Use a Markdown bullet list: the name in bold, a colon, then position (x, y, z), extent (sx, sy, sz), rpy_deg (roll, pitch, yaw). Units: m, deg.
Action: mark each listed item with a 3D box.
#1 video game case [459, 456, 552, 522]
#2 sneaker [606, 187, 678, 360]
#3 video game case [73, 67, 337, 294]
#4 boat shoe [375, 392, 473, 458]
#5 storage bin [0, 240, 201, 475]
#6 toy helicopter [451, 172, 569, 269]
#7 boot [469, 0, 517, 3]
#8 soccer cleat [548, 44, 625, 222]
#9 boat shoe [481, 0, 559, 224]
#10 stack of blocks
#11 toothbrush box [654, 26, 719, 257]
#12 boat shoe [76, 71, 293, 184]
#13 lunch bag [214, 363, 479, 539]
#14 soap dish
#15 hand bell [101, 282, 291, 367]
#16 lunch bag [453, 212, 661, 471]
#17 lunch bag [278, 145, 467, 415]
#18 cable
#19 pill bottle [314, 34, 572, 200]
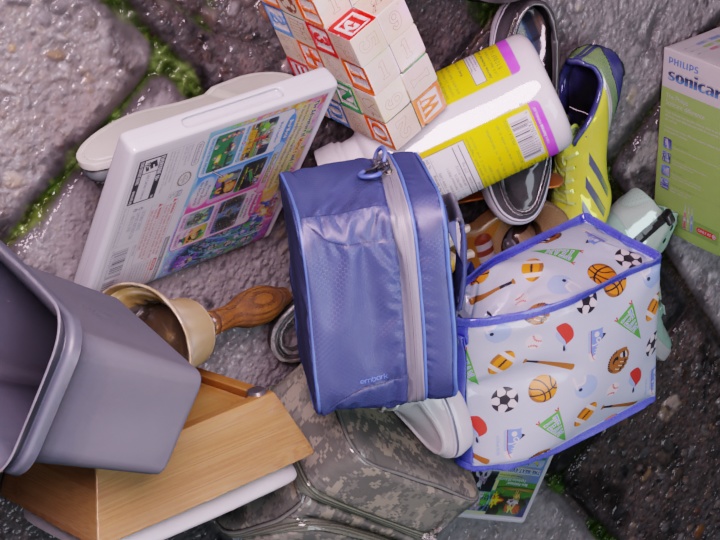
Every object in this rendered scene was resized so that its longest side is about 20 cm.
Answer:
- **video game case**: position (0.126, 0.156, 1.697), extent (0.200, 0.022, 0.183), rpy_deg (13, 103, -45)
- **sneaker**: position (0.294, 0.003, 1.764), extent (0.118, 0.074, 0.200), rpy_deg (-45, 132, -6)
- **video game case**: position (-0.121, -0.061, 1.323), extent (0.182, 0.024, 0.200), rpy_deg (-23, 156, -33)
- **boat shoe**: position (0.020, 0.086, 1.472), extent (0.065, 0.074, 0.200), rpy_deg (-42, 103, -32)
- **storage bin**: position (-0.214, 0.076, 1.236), extent (0.134, 0.200, 0.146), rpy_deg (18, 100, -36)
- **toy helicopter**: position (0.106, -0.033, 1.581), extent (0.200, 0.079, 0.132), rpy_deg (0, 118, -29)
- **boot**: position (0.083, -0.324, 1.429), extent (0.188, 0.068, 0.200), rpy_deg (0, 104, -34)
- **soccer cleat**: position (0.199, -0.110, 1.621), extent (0.084, 0.065, 0.201), rpy_deg (-17, 117, -55)
- **boat shoe**: position (0.145, -0.139, 1.519), extent (0.070, 0.066, 0.200), rpy_deg (5, 92, -13)
- **stack of blocks**: position (-0.019, -0.199, 1.346), extent (0.059, 0.115, 0.200), rpy_deg (-42, 133, -18)
- **toothbrush box**: position (0.374, -0.119, 1.723), extent (0.086, 0.146, 0.200), rpy_deg (-23, 125, -32)
- **boat shoe**: position (-0.126, -0.096, 1.335), extent (0.200, 0.073, 0.062), rpy_deg (-27, 124, -36)
- **lunch bag**: position (-0.019, 0.186, 1.539), extent (0.168, 0.139, 0.200), rpy_deg (-41, 140, 21)
- **soap dish**: position (-0.163, 0.144, 1.373), extent (0.200, 0.157, 0.081), rpy_deg (-21, 110, -34)
- **hand bell**: position (-0.119, 0.042, 1.411), extent (0.200, 0.104, 0.104), rpy_deg (-20, 126, -57)
- **lunch bag**: position (0.156, 0.067, 1.537), extent (0.200, 0.124, 0.170), rpy_deg (-27, 127, -29)
- **lunch bag**: position (0.015, 0.001, 1.340), extent (0.132, 0.136, 0.200), rpy_deg (-8, 116, -7)
- **cable**: position (0.000, 0.000, 1.498), extent (0.200, 0.050, 0.097), rpy_deg (-35, 115, -11)
- **pill bottle**: position (0.066, -0.108, 1.441), extent (0.200, 0.104, 0.104), rpy_deg (-25, 132, 4)
